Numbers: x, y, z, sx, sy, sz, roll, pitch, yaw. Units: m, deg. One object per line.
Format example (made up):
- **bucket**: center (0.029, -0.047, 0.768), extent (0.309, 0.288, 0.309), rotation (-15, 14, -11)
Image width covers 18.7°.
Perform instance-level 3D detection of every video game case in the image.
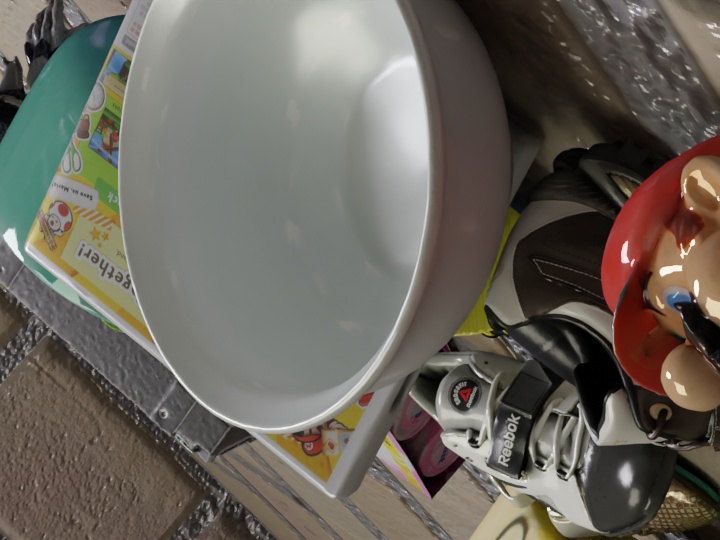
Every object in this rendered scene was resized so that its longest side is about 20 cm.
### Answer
- **video game case**: center (-0.041, -0.031, 0.947), extent (0.200, 0.183, 0.023), rotation (36, -157, 22)

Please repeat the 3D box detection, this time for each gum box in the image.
- **gum box**: center (0.005, 0.058, 1.399), extent (0.113, 0.066, 0.200), rotation (37, 168, 27)

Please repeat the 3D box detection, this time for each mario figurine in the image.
- **mario figurine**: center (0.140, 0.022, 0.649), extent (0.200, 0.106, 0.124), rotation (9, 113, 57)

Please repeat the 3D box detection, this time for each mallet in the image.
- **mallet**: center (0.091, 0.031, 1.090), extent (0.066, 0.041, 0.200), rotation (38, 174, 2)

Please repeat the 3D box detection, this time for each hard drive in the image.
- **hard drive**: center (-0.130, 0.028, 1.331), extent (0.200, 0.038, 0.140), rotation (42, -160, 11)

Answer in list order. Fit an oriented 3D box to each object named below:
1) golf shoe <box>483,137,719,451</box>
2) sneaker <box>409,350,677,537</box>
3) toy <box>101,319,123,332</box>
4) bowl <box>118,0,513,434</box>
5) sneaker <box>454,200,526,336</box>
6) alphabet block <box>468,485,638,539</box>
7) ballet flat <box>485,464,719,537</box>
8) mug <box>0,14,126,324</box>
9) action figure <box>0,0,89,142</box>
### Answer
- **golf shoe**: center (0.132, 0.044, 0.820), extent (0.200, 0.095, 0.078), rotation (40, 168, -2)
- **sneaker**: center (0.086, 0.084, 1.133), extent (0.088, 0.075, 0.200), rotation (18, 180, -27)
- **toy**: center (-0.144, -0.030, 1.314), extent (0.115, 0.047, 0.200), rotation (33, -156, -25)
- **bowl**: center (-0.005, -0.039, 0.843), extent (0.090, 0.202, 0.201), rotation (0, -161, -39)
- **sneaker**: center (0.000, 0.000, 0.987), extent (0.199, 0.074, 0.082), rotation (2, -172, 27)
- **alphabet block**: center (0.127, 0.274, 1.259), extent (0.196, 0.201, 0.195), rotation (30, -166, -18)
- **ballet flat**: center (0.119, 0.115, 1.232), extent (0.071, 0.065, 0.200), rotation (49, 167, -35)
- **mug**: center (-0.084, -0.054, 1.098), extent (0.184, 0.115, 0.152), rotation (9, -145, -41)
- **action figure**: center (-0.204, -0.114, 1.169), extent (0.118, 0.103, 0.200), rotation (7, 162, 14)
